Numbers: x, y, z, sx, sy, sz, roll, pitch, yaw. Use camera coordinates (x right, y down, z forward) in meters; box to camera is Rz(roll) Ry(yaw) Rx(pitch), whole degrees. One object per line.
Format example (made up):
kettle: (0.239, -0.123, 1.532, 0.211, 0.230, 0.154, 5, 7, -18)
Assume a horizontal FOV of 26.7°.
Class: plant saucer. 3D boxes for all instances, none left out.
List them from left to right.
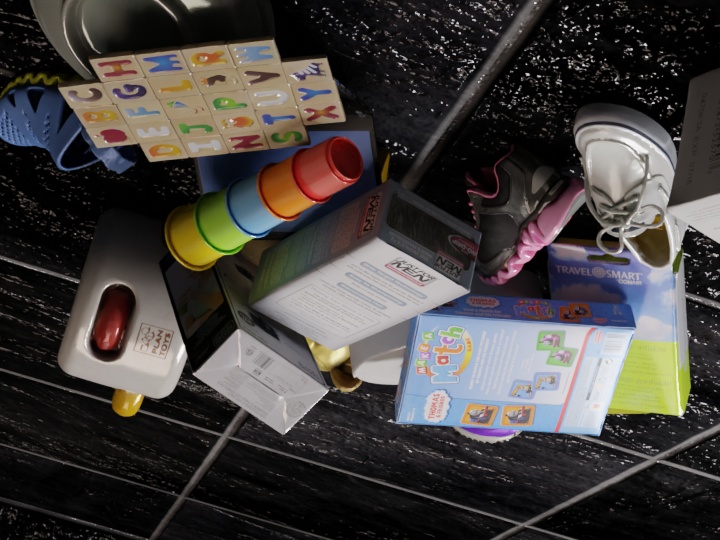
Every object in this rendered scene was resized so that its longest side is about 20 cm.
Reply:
plant saucer: (-0.164, -0.185, 1.129, 0.200, 0.050, 0.200, 12, 137, 11)

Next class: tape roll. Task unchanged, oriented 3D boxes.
tape roll: (0.086, 0.057, 1.523, 0.202, 0.071, 0.202, -8, 165, -2)

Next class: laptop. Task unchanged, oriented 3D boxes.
laptop: (-0.086, -0.095, 1.258, 0.177, 0.103, 0.200, 1, 169, 21)

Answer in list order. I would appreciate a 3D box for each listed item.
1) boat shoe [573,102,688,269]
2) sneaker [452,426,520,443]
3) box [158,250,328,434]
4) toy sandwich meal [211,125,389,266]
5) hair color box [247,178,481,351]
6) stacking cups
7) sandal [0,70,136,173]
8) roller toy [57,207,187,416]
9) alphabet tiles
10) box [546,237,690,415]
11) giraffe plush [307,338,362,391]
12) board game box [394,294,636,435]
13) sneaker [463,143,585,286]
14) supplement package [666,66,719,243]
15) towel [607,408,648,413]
boat shoe: (0.219, -0.055, 1.241, 0.075, 0.086, 0.202, 3, 155, 26)
sneaker: (0.098, 0.117, 1.690, 0.200, 0.070, 0.100, 28, 156, 33)
box: (-0.110, 0.049, 1.393, 0.117, 0.060, 0.200, 37, -166, -32)
toy sandwich meal: (-0.057, -0.073, 1.380, 0.205, 0.070, 0.205, 13, 130, 16)
hair color box: (0.000, 0.000, 1.297, 0.099, 0.061, 0.200, 29, 149, -25)
stacking cups: (-0.080, -0.054, 1.250, 0.061, 0.061, 0.200, 30, 145, -33)
sandal: (-0.258, -0.129, 1.358, 0.200, 0.087, 0.079, -1, 155, 38)
roller toy: (-0.230, 0.038, 1.600, 0.140, 0.200, 0.182, 17, 152, -9)
alphabet tiles: (-0.116, -0.126, 1.146, 0.200, 0.006, 0.166, -5, 158, 6)
box: (0.245, 0.046, 1.438, 0.122, 0.048, 0.200, 4, 129, 21)
giraffe plush: (-0.069, 0.060, 1.619, 0.162, 0.173, 0.200, 11, 164, -21)
board game box: (0.141, 0.089, 1.420, 0.200, 0.037, 0.151, 4, 133, -6)
sneaker: (0.128, -0.054, 1.344, 0.095, 0.079, 0.200, 37, 155, 0)
supplement package: (0.340, -0.063, 1.111, 0.200, 0.117, 0.117, 28, 154, -28)
towel: (0.209, 0.125, 1.587, 0.200, 0.018, 0.086, 17, 166, -37)
